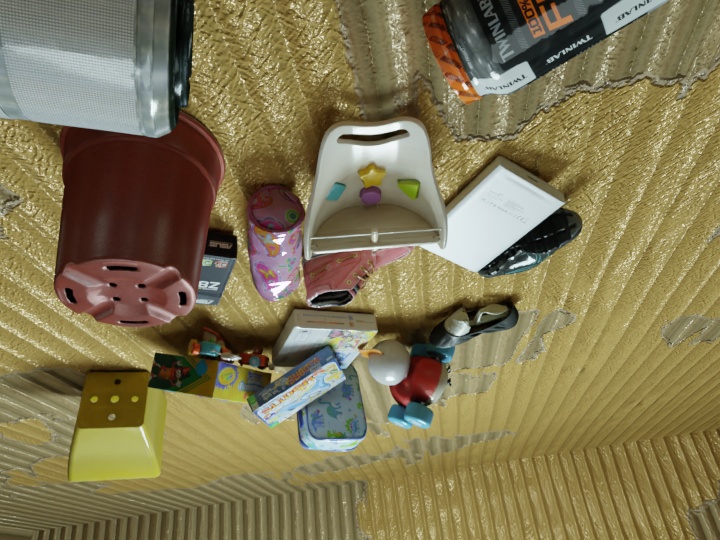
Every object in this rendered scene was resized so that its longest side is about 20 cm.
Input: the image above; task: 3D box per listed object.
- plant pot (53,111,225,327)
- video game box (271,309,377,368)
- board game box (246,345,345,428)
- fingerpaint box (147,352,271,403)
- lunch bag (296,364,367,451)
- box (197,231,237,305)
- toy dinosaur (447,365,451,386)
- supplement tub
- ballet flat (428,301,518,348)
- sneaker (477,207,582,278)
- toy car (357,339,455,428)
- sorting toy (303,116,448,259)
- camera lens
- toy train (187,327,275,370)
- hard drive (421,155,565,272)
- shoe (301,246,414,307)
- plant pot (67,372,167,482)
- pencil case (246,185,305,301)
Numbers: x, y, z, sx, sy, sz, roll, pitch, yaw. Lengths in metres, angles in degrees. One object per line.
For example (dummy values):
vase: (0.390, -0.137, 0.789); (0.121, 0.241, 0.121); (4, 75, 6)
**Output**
plant pot: (-0.263, -0.054, 0.634); (0.195, 0.199, 0.202); (-5, 149, -3)
video game box: (-0.081, 0.151, 1.147); (0.178, 0.048, 0.201); (8, 146, -21)
board game box: (-0.131, 0.250, 1.146); (0.198, 0.035, 0.136); (-33, 151, -8)
fingerpaint box: (-0.306, 0.229, 1.121); (0.163, 0.075, 0.200); (3, 164, 22)
lunch bag: (-0.076, 0.315, 1.263); (0.157, 0.204, 0.083); (7, 140, -24)
box: (-0.305, -0.009, 0.840); (0.195, 0.050, 0.161); (8, 148, -24)
toy dinosaur: (0.179, 0.265, 1.380); (0.100, 0.079, 0.201); (-2, 156, 16)
supplement tub: (0.162, -0.246, 0.485); (0.197, 0.125, 0.122); (-27, 144, 28)
ballet flat: (0.235, 0.104, 1.128); (0.195, 0.069, 0.069); (-17, 139, -3)
sneaker: (0.283, -0.045, 0.898); (0.078, 0.077, 0.198); (7, 156, -39)
toy car: (0.076, 0.215, 1.179); (0.197, 0.187, 0.177); (30, 157, -10)
sorting toy: (0.017, -0.115, 0.700); (0.194, 0.109, 0.182); (-4, 141, -4)
camera lens: (-0.239, -0.201, 0.436); (0.195, 0.163, 0.161); (4, 147, -17)
toy train: (-0.258, 0.158, 1.086); (0.146, 0.057, 0.200); (5, 165, 11)
hard drive: (0.196, -0.078, 0.835); (0.130, 0.027, 0.200); (22, 139, -22)
shoe: (0.000, 0.000, 0.876); (0.195, 0.093, 0.072); (-13, 149, 9)
plant pot: (-0.552, 0.339, 1.225); (0.195, 0.203, 0.178); (3, 137, -16)
pencil case: (-0.126, -0.035, 0.807); (0.085, 0.089, 0.201); (-2, 149, -9)
